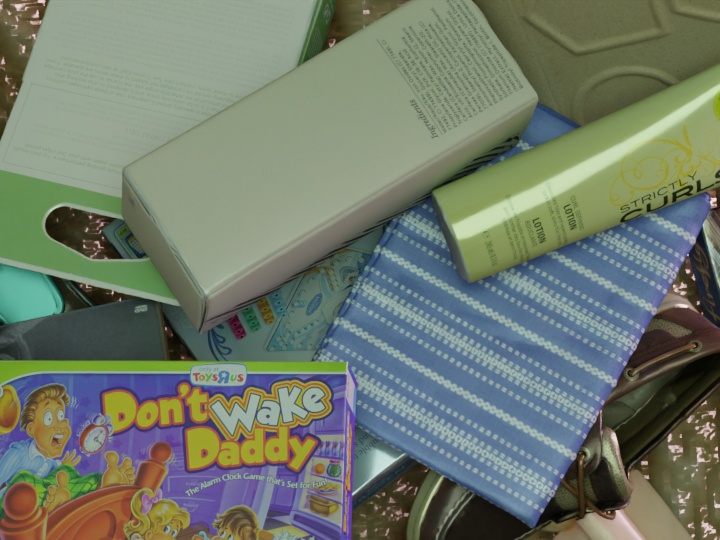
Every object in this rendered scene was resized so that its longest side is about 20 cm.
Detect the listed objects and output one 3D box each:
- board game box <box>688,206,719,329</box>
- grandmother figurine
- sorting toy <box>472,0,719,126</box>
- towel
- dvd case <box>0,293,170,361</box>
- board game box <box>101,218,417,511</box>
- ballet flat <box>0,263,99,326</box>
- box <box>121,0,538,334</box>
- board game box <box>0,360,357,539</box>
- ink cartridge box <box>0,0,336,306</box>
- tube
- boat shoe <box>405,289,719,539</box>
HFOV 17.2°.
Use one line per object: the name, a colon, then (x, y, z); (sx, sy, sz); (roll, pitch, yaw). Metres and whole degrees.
board game box: (0.264, 0.052, 1.279); (0.135, 0.035, 0.201); (-13, 83, -11)
grandmother figurine: (0.178, 0.193, 1.265); (0.121, 0.061, 0.200); (-42, 85, 2)
sorting toy: (0.164, -0.123, 1.219); (0.199, 0.185, 0.037); (-7, 43, 25)
towel: (0.075, 0.012, 1.220); (0.145, 0.024, 0.200); (28, 77, 10)
dvd case: (-0.159, 0.121, 1.189); (0.148, 0.016, 0.201); (-12, 73, 5)
board game box: (0.000, 0.000, 1.265); (0.200, 0.043, 0.199); (-36, 75, -4)
ballet flat: (-0.157, 0.041, 1.257); (0.068, 0.068, 0.200); (-31, 78, -1)
box: (-0.016, -0.057, 1.180); (0.200, 0.068, 0.082); (-30, 78, -14)
board game box: (-0.104, 0.113, 1.151); (0.199, 0.045, 0.135); (0, 73, 6)
ink cartridge box: (-0.109, -0.078, 1.251); (0.145, 0.048, 0.201); (13, 74, 12)
tube: (0.135, -0.054, 1.193); (0.199, 0.058, 0.052); (-22, 77, -3)
boat shoe: (0.113, 0.092, 1.225); (0.200, 0.072, 0.072); (-37, 130, -12)
